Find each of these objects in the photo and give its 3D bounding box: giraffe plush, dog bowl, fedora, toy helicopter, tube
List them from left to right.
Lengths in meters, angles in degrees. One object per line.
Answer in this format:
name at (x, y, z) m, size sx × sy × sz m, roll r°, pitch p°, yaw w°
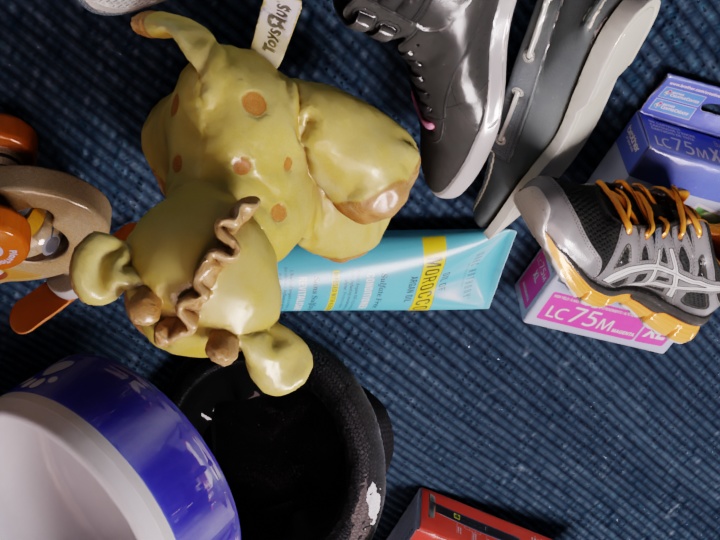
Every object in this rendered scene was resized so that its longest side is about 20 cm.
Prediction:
toy helicopter at (-0.224, -0.005, 0.811) m, size 0.131 × 0.080 × 0.199 m, roll 22°, pitch 140°, yaw -39°
dog bowl at (-0.178, 0.162, 0.889) m, size 0.198 × 0.079 × 0.203 m, roll 22°, pitch 130°, yaw 30°
giraffe plush at (-0.067, -0.021, 0.683) m, size 0.170 × 0.164 × 0.201 m, roll 13°, pitch 155°, yaw 10°
fedora at (-0.048, 0.126, 0.918) m, size 0.200 × 0.202 × 0.091 m, roll -41°, pitch 160°, yaw 31°
tube at (0.000, 0.000, 0.853) m, size 0.197 × 0.051 × 0.078 m, roll -1°, pitch 144°, yaw -14°

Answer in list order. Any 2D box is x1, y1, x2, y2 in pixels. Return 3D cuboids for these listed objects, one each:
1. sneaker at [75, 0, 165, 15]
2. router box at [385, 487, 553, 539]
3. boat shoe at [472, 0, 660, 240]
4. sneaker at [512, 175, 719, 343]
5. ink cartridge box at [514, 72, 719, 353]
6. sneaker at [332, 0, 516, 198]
sneaker at (-0.065, -0.176, 0.627) m, size 0.198 × 0.087 × 0.078 m, roll -27°, pitch 133°, yaw 19°
router box at (0.088, 0.296, 1.121) m, size 0.177 × 0.049 × 0.201 m, roll 22°, pitch 124°, yaw -9°
boat shoe at (0.105, -0.099, 0.764) m, size 0.062 × 0.073 × 0.201 m, roll 41°, pitch 140°, yaw 13°
sneaker at (0.163, -0.021, 0.769) m, size 0.077 × 0.079 × 0.199 m, roll -42°, pitch 142°, yaw 25°
ink cartridge box at (0.198, -0.030, 0.849) m, size 0.118 × 0.042 × 0.201 m, roll 12°, pitch 131°, yaw -20°
sneaker at (0.027, -0.125, 0.697) m, size 0.098 × 0.071 × 0.202 m, roll -6°, pitch 131°, yaw -17°
